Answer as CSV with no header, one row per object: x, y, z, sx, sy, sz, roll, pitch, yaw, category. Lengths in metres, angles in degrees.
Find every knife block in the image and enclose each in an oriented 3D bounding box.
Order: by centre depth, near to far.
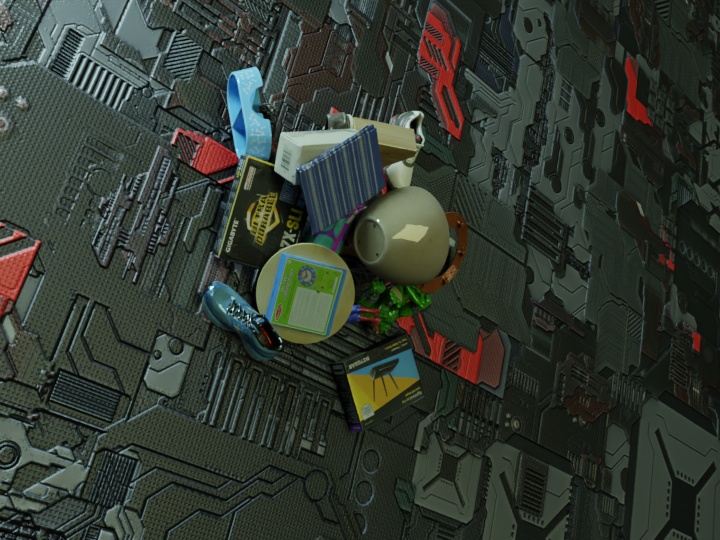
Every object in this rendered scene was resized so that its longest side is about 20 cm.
0.007,-0.292,1.651,0.176,0.196,0.065,46,32,-56,knife block

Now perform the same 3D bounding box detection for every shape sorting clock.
-0.108,0.046,1.490,0.195,0.039,0.205,-3,106,-11,shape sorting clock

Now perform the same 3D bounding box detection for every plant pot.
0.062,-0.063,1.515,0.133,0.198,0.205,-10,86,-44,plant pot

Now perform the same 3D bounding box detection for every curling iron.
-0.174,-0.257,1.566,0.025,0.049,0.205,12,61,-70,curling iron

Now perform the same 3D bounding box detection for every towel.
-0.033,-0.177,1.451,0.198,0.024,0.147,-35,132,-27,towel

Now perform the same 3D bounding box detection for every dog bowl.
-0.224,-0.306,1.501,0.048,0.111,0.205,-5,74,-24,dog bowl

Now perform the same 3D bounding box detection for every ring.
0.193,-0.039,1.781,0.198,0.019,0.205,-25,128,-35,ring

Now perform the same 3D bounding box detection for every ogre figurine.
0.059,0.074,1.638,0.199,0.119,0.100,-14,74,-57,ogre figurine

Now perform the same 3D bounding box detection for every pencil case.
-0.067,-0.065,1.543,0.084,0.092,0.204,16,101,-44,pencil case

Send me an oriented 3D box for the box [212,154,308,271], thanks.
-0.186,-0.105,1.477,0.157,0.049,0.204,16,94,-31,box

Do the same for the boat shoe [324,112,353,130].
-0.073,-0.244,1.587,0.056,0.202,0.068,5,40,-25,boat shoe

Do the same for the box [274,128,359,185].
-0.068,-0.223,1.463,0.198,0.068,0.084,-12,127,-45,box

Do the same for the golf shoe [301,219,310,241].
-0.115,-0.109,1.591,0.196,0.078,0.100,-1,97,-34,golf shoe

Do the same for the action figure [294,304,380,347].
-0.064,0.111,1.558,0.195,0.101,0.066,12,25,-3,action figure

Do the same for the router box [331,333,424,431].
0.041,0.240,1.641,0.198,0.051,0.153,-20,95,-40,router box

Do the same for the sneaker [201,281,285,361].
-0.215,0.090,1.439,0.200,0.089,0.079,45,57,-23,sneaker

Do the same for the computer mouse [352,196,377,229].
0.042,-0.114,1.678,0.199,0.052,0.142,29,65,-54,computer mouse

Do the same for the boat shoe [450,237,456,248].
0.151,-0.061,1.795,0.199,0.070,0.092,20,100,-52,boat shoe

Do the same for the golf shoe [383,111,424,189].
0.106,-0.282,1.787,0.076,0.087,0.205,13,74,-38,golf shoe

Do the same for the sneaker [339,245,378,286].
0.000,0.000,1.654,0.197,0.078,0.079,16,84,-32,sneaker
